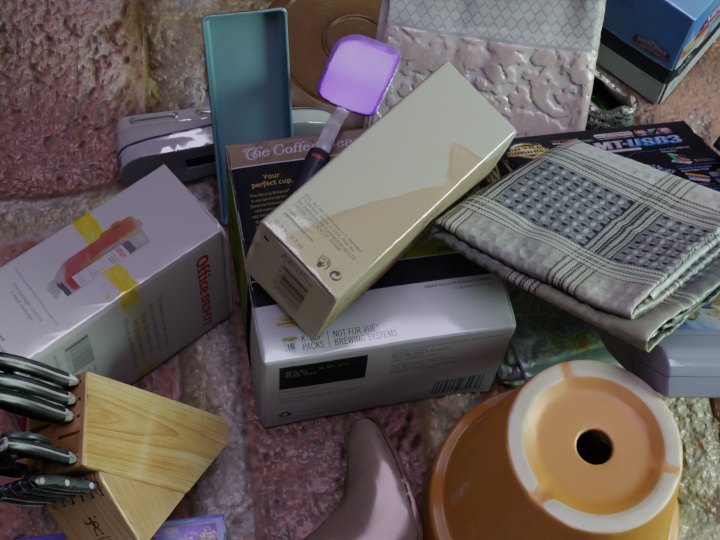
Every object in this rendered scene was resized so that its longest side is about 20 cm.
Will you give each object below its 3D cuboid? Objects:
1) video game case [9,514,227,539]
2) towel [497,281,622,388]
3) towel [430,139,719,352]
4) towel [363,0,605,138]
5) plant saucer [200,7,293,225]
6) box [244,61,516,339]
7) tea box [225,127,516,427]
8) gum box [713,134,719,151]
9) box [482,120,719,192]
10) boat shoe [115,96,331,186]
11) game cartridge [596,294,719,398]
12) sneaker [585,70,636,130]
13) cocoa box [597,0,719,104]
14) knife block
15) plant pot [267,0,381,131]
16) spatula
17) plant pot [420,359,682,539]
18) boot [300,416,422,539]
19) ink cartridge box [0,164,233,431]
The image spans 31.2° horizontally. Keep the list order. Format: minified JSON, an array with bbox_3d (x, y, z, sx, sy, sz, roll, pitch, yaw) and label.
[{"bbox_3d":[-0.187,0.282,0.936,0.197,0.046,0.183,-5,63,-7],"label":"video game case"},{"bbox_3d":[0.193,0.006,1.111,0.197,0.048,0.173,-10,65,-10],"label":"towel"},{"bbox_3d":[0.181,-0.031,0.945,0.199,0.035,0.192,30,41,32],"label":"towel"},{"bbox_3d":[0.107,-0.171,1.127,0.197,0.193,0.032,9,25,4],"label":"towel"},{"bbox_3d":[-0.092,-0.128,1.082,0.069,0.202,0.019,-8,39,-9],"label":"plant saucer"},{"bbox_3d":[0.014,-0.053,0.945,0.078,0.095,0.200,45,67,6],"label":"box"},{"bbox_3d":[0.000,0.000,1.049,0.197,0.134,0.199,-7,64,-9],"label":"tea box"},{"bbox_3d":[0.395,-0.059,1.084,0.199,0.170,0.045,36,104,5],"label":"gum box"},{"bbox_3d":[0.226,-0.051,1.055,0.197,0.050,0.199,-7,34,-18],"label":"box"},{"bbox_3d":[-0.120,-0.127,1.145,0.197,0.071,0.071,-12,62,-5],"label":"boat shoe"},{"bbox_3d":[0.251,0.044,0.977,0.131,0.200,0.042,5,107,-5],"label":"game cartridge"},{"bbox_3d":[0.180,-0.182,1.184,0.199,0.089,0.077,36,65,13],"label":"sneaker"},{"bbox_3d":[0.253,-0.287,1.221,0.199,0.132,0.133,38,66,15],"label":"cocoa box"},{"bbox_3d":[-0.196,0.107,0.924,0.177,0.063,0.200,63,32,-15],"label":"knife block"},{"bbox_3d":[-0.005,-0.210,1.219,0.197,0.028,0.202,2,62,-3],"label":"plant pot"},{"bbox_3d":[-0.026,-0.103,1.014,0.056,0.021,0.202,22,62,3],"label":"spatula"},{"bbox_3d":[0.152,0.161,0.949,0.197,0.184,0.203,2,62,-4],"label":"plant pot"},{"bbox_3d":[-0.026,0.220,0.956,0.145,0.070,0.202,-10,73,-25],"label":"boot"},{"bbox_3d":[-0.204,0.030,1.011,0.199,0.146,0.084,-35,68,-21],"label":"ink cartridge box"}]
